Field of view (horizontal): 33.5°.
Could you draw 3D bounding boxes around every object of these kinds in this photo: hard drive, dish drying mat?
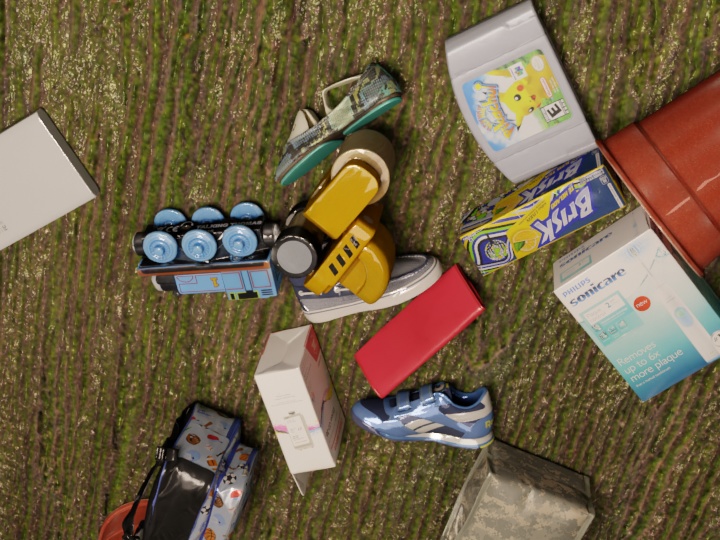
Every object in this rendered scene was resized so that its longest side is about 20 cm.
[{"bbox_3d":[-0.460,-0.111,1.578,0.199,0.026,0.132,-26,110,19],"label":"hard drive"},{"bbox_3d":[0.077,0.082,1.583,0.200,0.018,0.077,-43,61,24],"label":"dish drying mat"}]

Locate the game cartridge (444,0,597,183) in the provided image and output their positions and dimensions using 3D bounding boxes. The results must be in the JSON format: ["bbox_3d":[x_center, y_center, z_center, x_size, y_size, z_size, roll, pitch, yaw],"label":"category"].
[{"bbox_3d":[0.187,-0.208,1.434,0.133,0.041,0.201,-22,111,22],"label":"game cartridge"}]

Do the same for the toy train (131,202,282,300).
[{"bbox_3d":[-0.195,-0.019,1.556,0.199,0.087,0.115,-4,122,10],"label":"toy train"}]

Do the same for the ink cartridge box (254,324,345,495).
[{"bbox_3d":[-0.073,0.191,1.624,0.067,0.117,0.201,-12,115,13],"label":"ink cartridge box"}]

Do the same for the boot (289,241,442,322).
[{"bbox_3d":[0.000,0.000,1.541,0.199,0.073,0.091,-19,118,17],"label":"boot"}]

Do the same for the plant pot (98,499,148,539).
[{"bbox_3d":[-0.315,0.475,1.747,0.199,0.196,0.202,3,117,6],"label":"plant pot"}]

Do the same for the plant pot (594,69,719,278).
[{"bbox_3d":[0.406,-0.130,1.365,0.195,0.201,0.201,-38,106,14],"label":"plant pot"}]

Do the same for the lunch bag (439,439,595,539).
[{"bbox_3d":[0.211,0.360,1.668,0.163,0.118,0.201,22,113,-4],"label":"lunch bag"}]

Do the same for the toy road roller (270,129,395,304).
[{"bbox_3d":[-0.003,-0.054,1.448,0.146,0.123,0.200,36,114,-9],"label":"toy road roller"}]

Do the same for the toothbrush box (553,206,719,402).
[{"bbox_3d":[0.357,0.041,1.506,0.146,0.085,0.200,-34,106,22],"label":"toothbrush box"}]

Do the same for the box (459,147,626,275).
[{"bbox_3d":[0.223,-0.074,1.475,0.199,0.070,0.064,-28,112,20],"label":"box"}]

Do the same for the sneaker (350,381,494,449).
[{"bbox_3d":[0.086,0.186,1.627,0.199,0.074,0.083,5,113,-1],"label":"sneaker"}]

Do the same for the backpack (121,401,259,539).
[{"bbox_3d":[-0.221,0.283,1.651,0.153,0.191,0.201,21,122,-9],"label":"backpack"}]

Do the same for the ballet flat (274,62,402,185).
[{"bbox_3d":[-0.038,-0.184,1.469,0.200,0.074,0.074,-34,107,20],"label":"ballet flat"}]
